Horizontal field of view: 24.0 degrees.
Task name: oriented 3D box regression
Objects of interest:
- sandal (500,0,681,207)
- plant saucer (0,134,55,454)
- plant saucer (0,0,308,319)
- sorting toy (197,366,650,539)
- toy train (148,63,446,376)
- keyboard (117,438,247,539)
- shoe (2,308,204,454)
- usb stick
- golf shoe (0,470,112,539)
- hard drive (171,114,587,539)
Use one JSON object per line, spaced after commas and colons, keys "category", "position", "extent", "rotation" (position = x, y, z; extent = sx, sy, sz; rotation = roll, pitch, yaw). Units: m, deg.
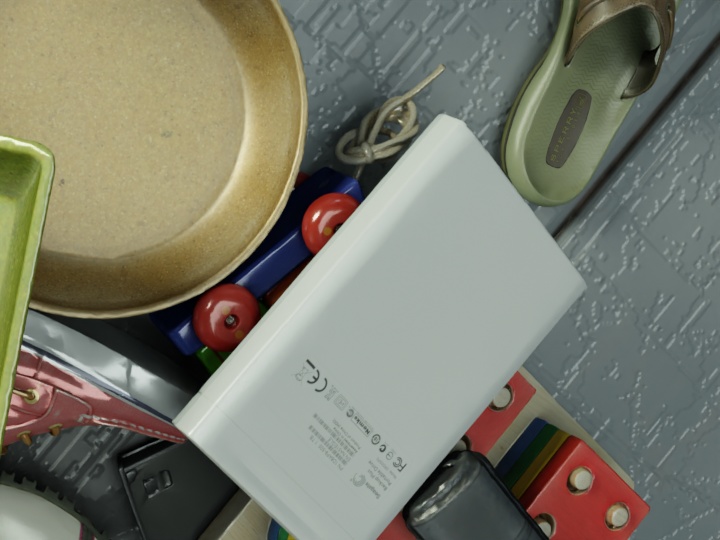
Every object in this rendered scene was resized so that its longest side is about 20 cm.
{"category": "sandal", "position": [0.141, -0.126, 0.922], "extent": [0.080, 0.057, 0.202], "rotation": [15, 98, -26]}
{"category": "plant saucer", "position": [-0.237, 0.025, 0.761], "extent": [0.199, 0.048, 0.201], "rotation": [12, 93, 11]}
{"category": "plant saucer", "position": [-0.126, -0.078, 0.815], "extent": [0.199, 0.035, 0.201], "rotation": [0, 92, -12]}
{"category": "sorting toy", "position": [0.048, 0.145, 0.941], "extent": [0.199, 0.070, 0.200], "rotation": [-50, 118, -8]}
{"category": "toy train", "position": [0.000, 0.000, 0.880], "extent": [0.200, 0.085, 0.116], "rotation": [-40, 113, -9]}
{"category": "keyboard", "position": [-0.094, 0.186, 0.930], "extent": [0.127, 0.021, 0.201], "rotation": [-24, 111, -21]}
{"category": "shoe", "position": [-0.171, 0.060, 0.838], "extent": [0.200, 0.071, 0.091], "rotation": [27, 94, -21]}
{"category": "usb stick", "position": [0.092, 0.176, 0.912], "extent": [0.055, 0.033, 0.200], "rotation": [-44, 117, -12]}
{"category": "golf shoe", "position": [-0.150, 0.192, 0.854], "extent": [0.077, 0.088, 0.200], "rotation": [-28, 103, 15]}
{"category": "hard drive", "position": [0.015, 0.039, 0.842], "extent": [0.200, 0.027, 0.132], "rotation": [-49, 126, -10]}
